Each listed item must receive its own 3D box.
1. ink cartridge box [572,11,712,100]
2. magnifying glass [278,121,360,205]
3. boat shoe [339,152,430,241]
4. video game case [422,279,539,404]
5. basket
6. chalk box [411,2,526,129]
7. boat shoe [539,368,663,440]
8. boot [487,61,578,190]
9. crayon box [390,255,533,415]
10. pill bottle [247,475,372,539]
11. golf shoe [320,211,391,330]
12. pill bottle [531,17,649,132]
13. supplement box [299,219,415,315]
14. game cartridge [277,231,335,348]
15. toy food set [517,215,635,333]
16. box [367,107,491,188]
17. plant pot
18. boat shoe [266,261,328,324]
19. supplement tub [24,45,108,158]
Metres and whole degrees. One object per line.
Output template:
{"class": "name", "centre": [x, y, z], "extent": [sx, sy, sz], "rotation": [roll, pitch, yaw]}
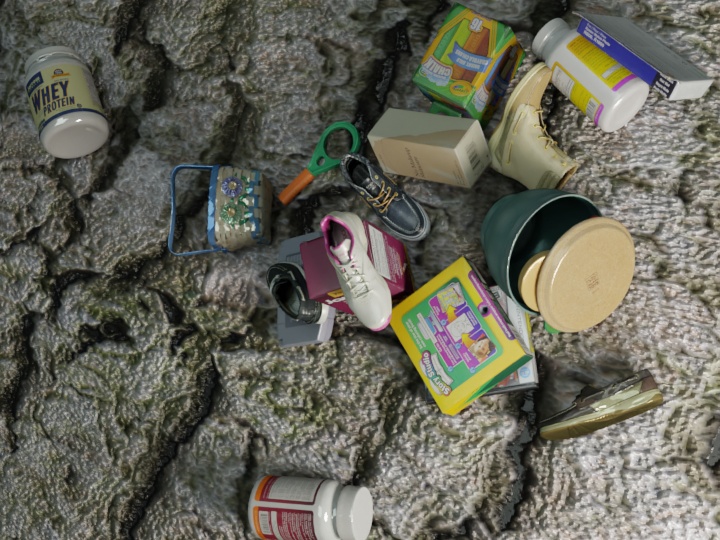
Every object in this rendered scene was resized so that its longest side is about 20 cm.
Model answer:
{"class": "ink cartridge box", "centre": [0.443, -0.342, 1.511], "extent": [0.200, 0.199, 0.041], "rotation": [45, 122, 25]}
{"class": "magnifying glass", "centre": [-0.080, -0.202, 1.811], "extent": [0.200, 0.022, 0.080], "rotation": [-43, 66, 8]}
{"class": "boat shoe", "centre": [0.039, -0.131, 1.703], "extent": [0.071, 0.091, 0.200], "rotation": [-48, 65, 7]}
{"class": "video game case", "centre": [0.195, 0.123, 1.618], "extent": [0.197, 0.025, 0.184], "rotation": [-12, 75, 21]}
{"class": "basket", "centre": [-0.269, -0.120, 1.810], "extent": [0.197, 0.139, 0.180], "rotation": [-4, 78, 13]}
{"class": "chalk box", "centre": [0.180, -0.337, 1.664], "extent": [0.124, 0.124, 0.202], "rotation": [30, 92, 26]}
{"class": "boat shoe", "centre": [0.374, 0.212, 1.500], "extent": [0.198, 0.072, 0.067], "rotation": [-22, 61, 18]}
{"class": "boot", "centre": [0.307, -0.228, 1.591], "extent": [0.155, 0.072, 0.202], "rotation": [39, 119, 24]}
{"class": "crayon box", "centre": [0.163, 0.110, 1.589], "extent": [0.172, 0.058, 0.202], "rotation": [-37, 66, 15]}
{"class": "pill bottle", "centre": [-0.085, 0.414, 1.635], "extent": [0.197, 0.109, 0.112], "rotation": [-2, 79, 23]}
{"class": "golf shoe", "centre": [-0.014, 0.000, 1.480], "extent": [0.075, 0.091, 0.202], "rotation": [-27, 75, 15]}
{"class": "pill bottle", "centre": [0.378, -0.332, 1.587], "extent": [0.104, 0.104, 0.201], "rotation": [-44, 66, 10]}
{"class": "supplement box", "centre": [0.000, 0.000, 1.633], "extent": [0.129, 0.200, 0.105], "rotation": [-18, 73, 20]}
{"class": "game cartridge", "centre": [-0.099, 0.036, 1.738], "extent": [0.132, 0.040, 0.204], "rotation": [-12, 73, 46]}
{"class": "toy food set", "centre": [0.350, 0.009, 1.491], "extent": [0.200, 0.198, 0.049], "rotation": [-48, 36, -2]}
{"class": "box", "centre": [0.118, -0.215, 1.648], "extent": [0.198, 0.096, 0.078], "rotation": [15, 56, 41]}
{"class": "plant pot", "centre": [0.278, -0.048, 1.541], "extent": [0.202, 0.199, 0.134], "rotation": [-57, 37, 4]}
{"class": "boat shoe", "centre": [-0.127, 0.034, 1.687], "extent": [0.199, 0.060, 0.077], "rotation": [30, 110, 53]}
{"class": "supplement tub", "centre": [-0.628, -0.357, 2.015], "extent": [0.144, 0.145, 0.202], "rotation": [-29, 69, 15]}
